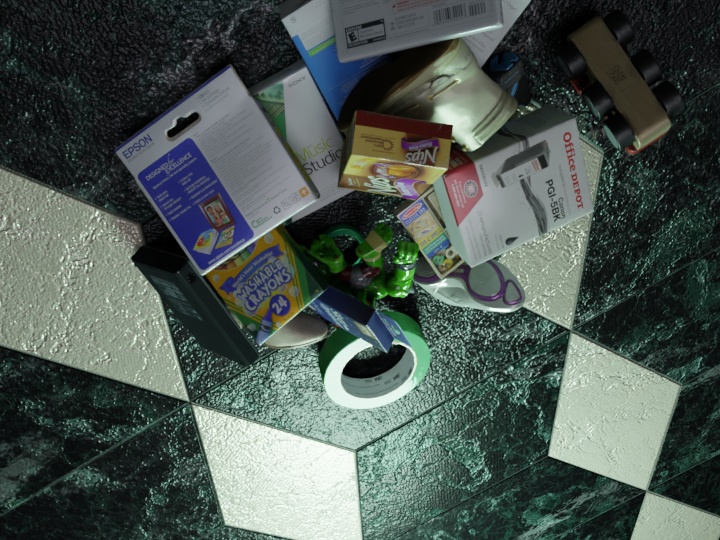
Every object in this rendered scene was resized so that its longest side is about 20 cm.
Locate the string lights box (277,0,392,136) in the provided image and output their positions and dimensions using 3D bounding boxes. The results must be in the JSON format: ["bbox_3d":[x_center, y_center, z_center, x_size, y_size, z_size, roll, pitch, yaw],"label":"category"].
[{"bbox_3d":[-0.014,-0.272,0.899,0.101,0.059,0.201,-27,128,7],"label":"string lights box"}]

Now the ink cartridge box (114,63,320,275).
[{"bbox_3d":[-0.187,-0.129,0.913,0.195,0.047,0.202,-30,102,11],"label":"ink cartridge box"}]

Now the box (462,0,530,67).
[{"bbox_3d":[0.127,-0.369,0.835,0.150,0.107,0.201,25,117,-28],"label":"box"}]

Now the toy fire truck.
[{"bbox_3d":[0.371,-0.254,0.976,0.127,0.178,0.200,-33,169,11],"label":"toy fire truck"}]

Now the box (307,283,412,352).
[{"bbox_3d":[-0.020,0.065,1.051,0.033,0.197,0.121,-57,152,-14],"label":"box"}]

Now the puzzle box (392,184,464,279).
[{"bbox_3d":[0.161,-0.098,1.020,0.199,0.025,0.134,-38,116,4],"label":"puzzle box"}]

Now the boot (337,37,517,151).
[{"bbox_3d":[0.082,-0.200,0.874,0.198,0.073,0.153,-27,138,35],"label":"boot"}]

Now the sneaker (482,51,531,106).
[{"bbox_3d":[0.156,-0.212,0.970,0.198,0.074,0.082,-36,128,5],"label":"sneaker"}]

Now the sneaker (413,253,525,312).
[{"bbox_3d":[0.177,0.023,1.107,0.076,0.197,0.100,-63,145,-12],"label":"sneaker"}]

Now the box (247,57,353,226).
[{"bbox_3d":[-0.095,-0.172,0.966,0.142,0.037,0.202,-26,126,6],"label":"box"}]

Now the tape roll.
[{"bbox_3d":[0.025,0.161,1.222,0.196,0.049,0.203,-10,133,-11],"label":"tape roll"}]

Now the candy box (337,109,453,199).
[{"bbox_3d":[0.036,-0.139,0.864,0.114,0.200,0.058,8,84,-6],"label":"candy box"}]

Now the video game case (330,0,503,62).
[{"bbox_3d":[0.052,-0.344,0.764,0.196,0.023,0.186,-4,99,26],"label":"video game case"}]

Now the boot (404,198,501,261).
[{"bbox_3d":[0.148,-0.099,1.069,0.170,0.069,0.204,1,115,-15],"label":"boot"}]

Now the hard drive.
[{"bbox_3d":[-0.246,0.056,1.033,0.033,0.138,0.202,-49,129,-26],"label":"hard drive"}]

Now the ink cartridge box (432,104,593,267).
[{"bbox_3d":[0.210,-0.118,0.962,0.197,0.083,0.149,-24,116,-2],"label":"ink cartridge box"}]

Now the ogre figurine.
[{"bbox_3d":[0.000,0.000,1.050,0.196,0.100,0.121,-18,139,7],"label":"ogre figurine"}]

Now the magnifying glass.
[{"bbox_3d":[-0.031,0.013,1.131,0.078,0.023,0.204,-6,125,-10],"label":"magnifying glass"}]

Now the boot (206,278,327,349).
[{"bbox_3d":[-0.148,0.051,1.083,0.195,0.071,0.148,1,138,-3],"label":"boot"}]

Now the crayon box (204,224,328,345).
[{"bbox_3d":[-0.155,-0.014,0.987,0.125,0.052,0.201,-38,91,10],"label":"crayon box"}]
